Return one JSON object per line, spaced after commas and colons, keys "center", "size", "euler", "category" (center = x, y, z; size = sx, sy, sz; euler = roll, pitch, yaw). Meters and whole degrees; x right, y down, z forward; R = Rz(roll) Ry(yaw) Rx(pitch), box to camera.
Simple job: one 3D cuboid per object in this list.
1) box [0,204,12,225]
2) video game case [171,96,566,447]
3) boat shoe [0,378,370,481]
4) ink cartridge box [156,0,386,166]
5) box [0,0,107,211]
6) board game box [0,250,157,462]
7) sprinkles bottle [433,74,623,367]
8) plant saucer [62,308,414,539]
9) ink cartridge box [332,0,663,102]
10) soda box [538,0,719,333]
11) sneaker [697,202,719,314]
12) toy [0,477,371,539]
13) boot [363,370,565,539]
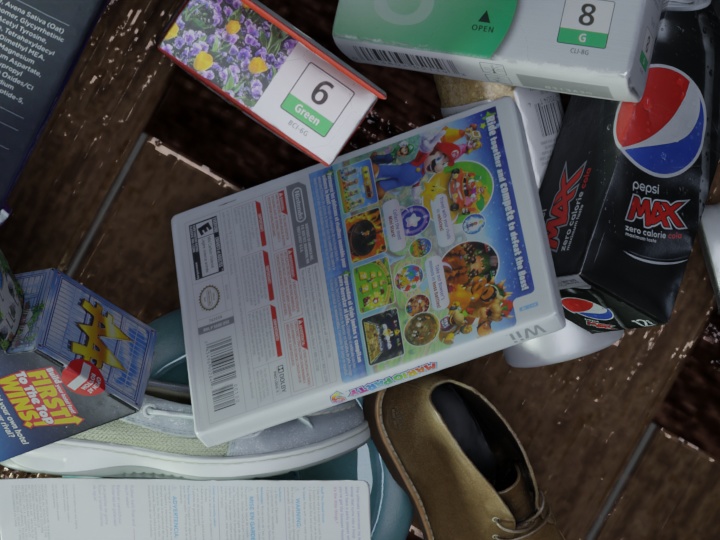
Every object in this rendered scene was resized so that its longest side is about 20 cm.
{"center": [-0.307, -0.047, 1.465], "size": [0.200, 0.039, 0.137], "euler": [42, 91, -7], "category": "box"}
{"center": [0.000, 0.000, 1.415], "size": [0.200, 0.018, 0.143], "euler": [-19, 53, 14], "category": "video game case"}
{"center": [-0.096, 0.075, 1.453], "size": [0.202, 0.074, 0.065], "euler": [1, 97, 4], "category": "boat shoe"}
{"center": [-0.049, -0.103, 1.397], "size": [0.109, 0.200, 0.050], "euler": [35, 92, -6], "category": "ink cartridge box"}
{"center": [-0.183, -0.144, 1.382], "size": [0.104, 0.148, 0.200], "euler": [27, 115, -7], "category": "box"}
{"center": [-0.216, 0.030, 1.371], "size": [0.200, 0.062, 0.200], "euler": [-9, 132, 16], "category": "board game box"}
{"center": [0.087, -0.050, 1.479], "size": [0.068, 0.068, 0.200], "euler": [-15, 97, -2], "category": "sprinkles bottle"}
{"center": [-0.066, 0.116, 1.507], "size": [0.200, 0.027, 0.200], "euler": [0, 97, -4], "category": "plant saucer"}
{"center": [0.086, -0.196, 1.420], "size": [0.161, 0.050, 0.200], "euler": [9, 79, 17], "category": "ink cartridge box"}
{"center": [0.149, -0.070, 1.439], "size": [0.063, 0.071, 0.200], "euler": [28, 70, -26], "category": "soda box"}
{"center": [0.266, 0.047, 1.500], "size": [0.115, 0.074, 0.200], "euler": [-16, 96, 1], "category": "sneaker"}
{"center": [-0.093, 0.159, 1.471], "size": [0.200, 0.047, 0.115], "euler": [-1, 110, 2], "category": "toy"}
{"center": [0.077, 0.139, 1.488], "size": [0.074, 0.075, 0.200], "euler": [-40, 106, -22], "category": "boot"}
